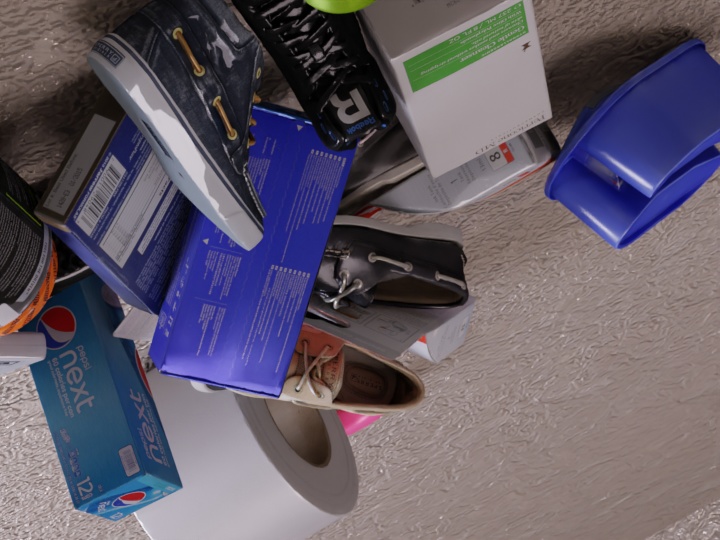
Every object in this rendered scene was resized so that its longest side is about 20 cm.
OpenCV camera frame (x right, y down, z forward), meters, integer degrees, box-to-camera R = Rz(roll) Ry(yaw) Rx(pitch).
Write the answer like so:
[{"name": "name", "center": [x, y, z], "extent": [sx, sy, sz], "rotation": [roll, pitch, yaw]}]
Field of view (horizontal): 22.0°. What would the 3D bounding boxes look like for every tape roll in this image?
[{"name": "tape roll", "center": [-0.113, 0.162, 1.664], "extent": [0.139, 0.203, 0.203], "rotation": [-31, 157, 18]}]

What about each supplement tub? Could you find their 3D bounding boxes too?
[{"name": "supplement tub", "center": [-0.273, -0.030, 1.177], "extent": [0.122, 0.123, 0.200], "rotation": [-26, 157, 4]}]

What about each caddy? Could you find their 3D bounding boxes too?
[{"name": "caddy", "center": [0.232, -0.111, 1.517], "extent": [0.200, 0.105, 0.142], "rotation": [-33, 160, -41]}]

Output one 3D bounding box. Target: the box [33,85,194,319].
[{"name": "box", "center": [-0.148, -0.048, 1.280], "extent": [0.122, 0.032, 0.200], "rotation": [-63, 156, -14]}]

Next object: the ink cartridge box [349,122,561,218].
[{"name": "ink cartridge box", "center": [0.060, -0.056, 1.485], "extent": [0.200, 0.050, 0.162], "rotation": [-34, 178, 14]}]

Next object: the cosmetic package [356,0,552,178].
[{"name": "cosmetic package", "center": [0.064, -0.157, 1.291], "extent": [0.107, 0.085, 0.200], "rotation": [-28, 157, 1]}]

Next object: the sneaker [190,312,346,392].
[{"name": "sneaker", "center": [-0.061, 0.063, 1.504], "extent": [0.099, 0.071, 0.200], "rotation": [10, -169, 21]}]

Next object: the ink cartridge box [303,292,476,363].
[{"name": "ink cartridge box", "center": [-0.013, 0.034, 1.467], "extent": [0.200, 0.159, 0.047], "rotation": [-31, 140, -65]}]

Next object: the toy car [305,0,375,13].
[{"name": "toy car", "center": [-0.099, -0.214, 0.935], "extent": [0.199, 0.158, 0.165], "rotation": [-13, 146, 4]}]

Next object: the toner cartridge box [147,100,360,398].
[{"name": "toner cartridge box", "center": [-0.076, -0.017, 1.309], "extent": [0.095, 0.043, 0.201], "rotation": [14, 101, -23]}]

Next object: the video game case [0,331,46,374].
[{"name": "video game case", "center": [-0.350, 0.064, 1.319], "extent": [0.199, 0.023, 0.182], "rotation": [2, 169, -31]}]

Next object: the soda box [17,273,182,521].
[{"name": "soda box", "center": [-0.202, 0.081, 1.388], "extent": [0.064, 0.201, 0.068], "rotation": [-26, 158, 12]}]

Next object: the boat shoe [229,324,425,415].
[{"name": "boat shoe", "center": [-0.037, 0.073, 1.445], "extent": [0.199, 0.073, 0.065], "rotation": [19, 171, -36]}]

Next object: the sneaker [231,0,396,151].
[{"name": "sneaker", "center": [-0.022, -0.143, 1.192], "extent": [0.073, 0.112, 0.200], "rotation": [-30, 158, 6]}]

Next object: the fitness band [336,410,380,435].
[{"name": "fitness band", "center": [-0.056, 0.146, 1.901], "extent": [0.199, 0.038, 0.144], "rotation": [-1, 148, -43]}]

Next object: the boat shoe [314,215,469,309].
[{"name": "boat shoe", "center": [0.000, 0.000, 1.401], "extent": [0.199, 0.061, 0.074], "rotation": [3, 157, -39]}]

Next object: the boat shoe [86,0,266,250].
[{"name": "boat shoe", "center": [-0.091, -0.099, 1.197], "extent": [0.091, 0.071, 0.200], "rotation": [-44, 138, -11]}]

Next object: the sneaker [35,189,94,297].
[{"name": "sneaker", "center": [-0.257, 0.002, 1.345], "extent": [0.199, 0.070, 0.090], "rotation": [-22, 164, 6]}]

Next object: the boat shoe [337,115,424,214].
[{"name": "boat shoe", "center": [-0.029, -0.069, 1.415], "extent": [0.199, 0.057, 0.067], "rotation": [-29, 177, 0]}]

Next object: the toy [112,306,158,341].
[{"name": "toy", "center": [-0.137, 0.002, 1.468], "extent": [0.115, 0.047, 0.200], "rotation": [-54, 162, 5]}]
